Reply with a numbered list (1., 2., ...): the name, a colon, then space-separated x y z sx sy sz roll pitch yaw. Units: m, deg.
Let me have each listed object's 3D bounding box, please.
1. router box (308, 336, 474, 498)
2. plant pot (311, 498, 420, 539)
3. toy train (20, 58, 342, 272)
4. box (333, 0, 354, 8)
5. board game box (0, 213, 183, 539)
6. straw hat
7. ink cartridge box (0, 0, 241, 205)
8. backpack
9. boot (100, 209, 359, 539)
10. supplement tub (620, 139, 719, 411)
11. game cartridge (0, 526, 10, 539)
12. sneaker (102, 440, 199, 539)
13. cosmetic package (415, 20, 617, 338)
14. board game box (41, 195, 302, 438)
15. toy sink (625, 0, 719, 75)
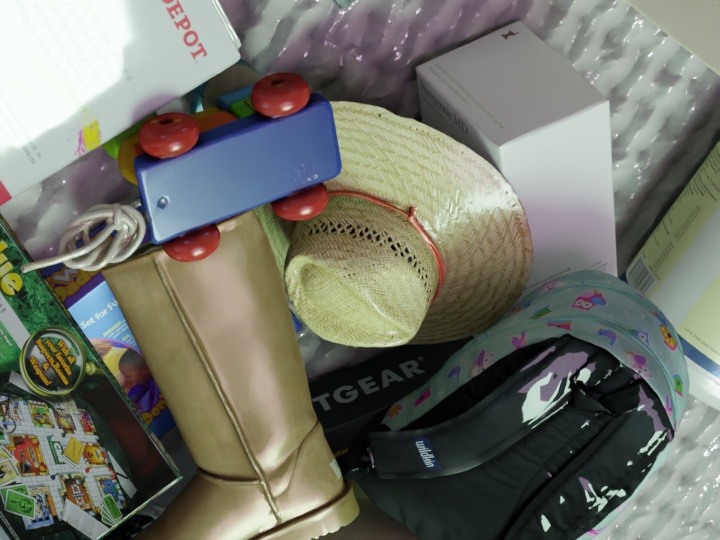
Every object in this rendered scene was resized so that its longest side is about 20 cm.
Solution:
1. router box: 0.004 0.140 1.670 0.199 0.052 0.158 -21 131 -14
2. plant pot: -0.042 0.229 1.564 0.134 0.201 0.201 22 113 -16
3. toy train: -0.122 -0.062 1.396 0.199 0.116 0.085 -21 122 -18
4. box: -0.070 -0.247 1.259 0.051 0.158 0.200 -39 133 2
5. board game box: -0.201 0.071 1.419 0.105 0.201 0.023 -36 171 2
6. straw hat: 0.000 0.000 1.471 0.199 0.085 0.202 9 132 10
7. ink cartridge box: -0.187 -0.135 1.330 0.199 0.086 0.148 -32 133 -6
8. backpack: 0.108 0.094 1.490 0.167 0.127 0.200 39 122 -12
9. boot: -0.108 0.083 1.452 0.174 0.066 0.201 -24 104 -7
10. supplement tub: 0.278 -0.014 1.643 0.144 0.145 0.201 20 113 -38
11. game cartridge: -0.299 0.176 1.461 0.199 0.041 0.133 -24 131 33
12. sneaker: -0.116 0.149 1.564 0.072 0.072 0.200 22 136 -39
13. cosmetic package: 0.103 -0.042 1.547 0.084 0.108 0.201 -25 132 -17
14. board game box: -0.153 0.047 1.515 0.200 0.045 0.135 -37 133 0
15. toy sink: 0.252 -0.228 1.458 0.112 0.130 0.201 -1 127 -54
